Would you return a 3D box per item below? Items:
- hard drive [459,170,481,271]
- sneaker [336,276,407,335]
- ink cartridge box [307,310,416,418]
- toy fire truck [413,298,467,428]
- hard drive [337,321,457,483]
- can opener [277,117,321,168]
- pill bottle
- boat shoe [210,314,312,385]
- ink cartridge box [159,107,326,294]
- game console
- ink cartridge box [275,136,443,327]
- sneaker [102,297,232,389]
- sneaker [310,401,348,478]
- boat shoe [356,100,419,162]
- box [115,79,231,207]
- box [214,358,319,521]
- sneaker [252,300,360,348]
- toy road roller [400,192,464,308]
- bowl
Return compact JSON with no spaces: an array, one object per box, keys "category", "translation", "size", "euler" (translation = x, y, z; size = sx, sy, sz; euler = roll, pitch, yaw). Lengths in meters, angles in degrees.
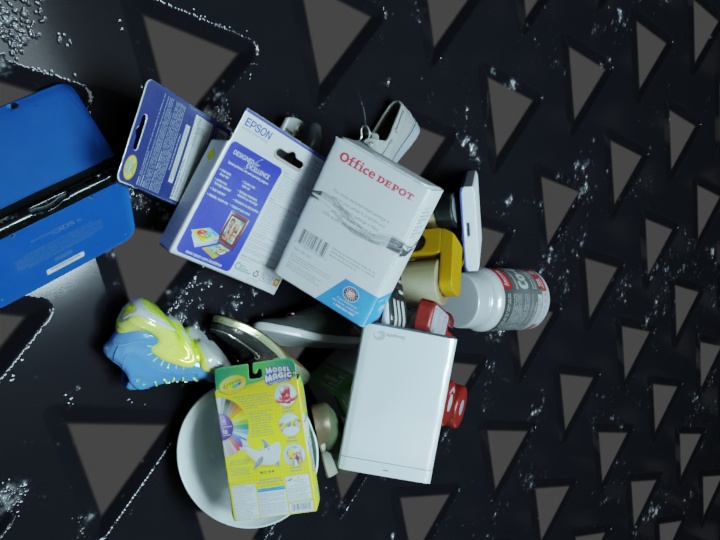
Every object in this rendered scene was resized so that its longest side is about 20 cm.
[{"category":"hard drive","translation":[0.186,-0.088,1.299],"size":[0.200,0.025,0.134],"euler":[-55,141,-73]},{"category":"sneaker","translation":[0.000,0.000,1.128],"size":[0.075,0.114,0.204],"euler":[27,55,-55]},{"category":"ink cartridge box","translation":[0.026,0.174,1.264],"size":[0.200,0.083,0.146],"euler":[-42,125,-27]},{"category":"toy fire truck","translation":[0.106,0.139,1.171],"size":[0.200,0.110,0.171],"euler":[34,71,-67]},{"category":"hard drive","translation":[0.050,0.180,1.059],"size":[0.129,0.027,0.204],"euler":[10,92,-4]},{"category":"can opener","translation":[-0.117,-0.122,1.084],"size":[0.053,0.066,0.203],"euler":[32,79,-41]},{"category":"pill bottle","translation":[0.243,0.052,1.408],"size":[0.198,0.113,0.116],"euler":[1,99,-42]},{"category":"boat shoe","translation":[-0.146,0.132,1.113],"size":[0.201,0.071,0.067],"euler":[44,66,-43]},{"category":"ink cartridge box","translation":[-0.139,-0.087,1.020],"size":[0.197,0.047,0.202],"euler":[27,93,-48]},{"category":"game console","translation":[-0.381,-0.086,0.893],"size":[0.199,0.118,0.172],"euler":[-33,151,-31]},{"category":"ink cartridge box","translation":[-0.001,-0.053,1.025],"size":[0.202,0.144,0.084],"euler":[-63,165,13]},{"category":"sneaker","translation":[-0.257,0.119,1.026],"size":[0.105,0.076,0.200],"euler":[-46,129,-1]},{"category":"sneaker","translation":[-0.020,0.240,1.132],"size":[0.088,0.068,0.201],"euler":[-13,146,-5]},{"category":"boat shoe","translation":[0.017,-0.184,1.183],"size":[0.203,0.074,0.086],"euler":[-54,129,-21]},{"category":"box","translation":[-0.231,-0.146,0.944],"size":[0.200,0.032,0.123],"euler":[25,82,-72]},{"category":"box","translation":[-0.125,0.220,1.025],"size":[0.115,0.048,0.204],"euler":[-7,95,3]},{"category":"sneaker","translation":[-0.072,0.062,1.173],"size":[0.197,0.070,0.101],"euler":[7,74,-28]},{"category":"toy road roller","translation":[0.112,-0.020,1.250],"size":[0.146,0.121,0.203],"euler":[49,42,-53]},{"category":"bowl","translation":[-0.153,0.249,1.095],"size":[0.197,0.090,0.205],"euler":[0,93,1]}]
